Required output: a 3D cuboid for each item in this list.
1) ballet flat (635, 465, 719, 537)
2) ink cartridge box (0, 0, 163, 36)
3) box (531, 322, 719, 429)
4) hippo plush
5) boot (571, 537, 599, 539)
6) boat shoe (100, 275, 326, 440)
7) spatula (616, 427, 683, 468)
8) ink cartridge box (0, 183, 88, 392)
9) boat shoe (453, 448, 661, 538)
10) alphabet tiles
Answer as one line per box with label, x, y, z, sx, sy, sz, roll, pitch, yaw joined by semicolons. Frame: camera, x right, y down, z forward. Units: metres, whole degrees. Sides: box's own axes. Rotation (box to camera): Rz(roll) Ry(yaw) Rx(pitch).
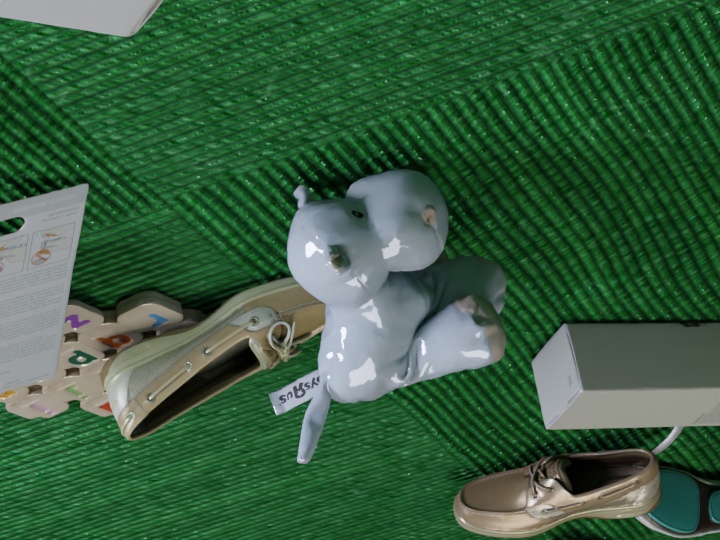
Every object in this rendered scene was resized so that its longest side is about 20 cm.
ballet flat;0.326;0.236;2.344;0.199;0.070;0.069;8;148;-35
ink cartridge box;-0.166;-0.220;1.085;0.147;0.201;0.086;6;149;-29
box;0.255;0.090;2.013;0.199;0.069;0.082;1;151;-22
hippo plush;0.000;0.000;1.701;0.199;0.159;0.161;-25;123;-4
boot;0.176;0.330;2.479;0.199;0.070;0.174;8;143;-40
boat shoe;-0.100;0.067;1.807;0.199;0.063;0.073;-22;148;-5
spatula;0.283;0.165;2.224;0.056;0.021;0.200;13;146;-42
ink cartridge box;-0.282;0.016;1.658;0.162;0.057;0.201;-17;137;-31
boat shoe;0.184;0.201;2.215;0.198;0.072;0.065;-10;138;2
alphabet tiles;-0.213;0.069;1.852;0.199;0.015;0.195;-25;150;26
